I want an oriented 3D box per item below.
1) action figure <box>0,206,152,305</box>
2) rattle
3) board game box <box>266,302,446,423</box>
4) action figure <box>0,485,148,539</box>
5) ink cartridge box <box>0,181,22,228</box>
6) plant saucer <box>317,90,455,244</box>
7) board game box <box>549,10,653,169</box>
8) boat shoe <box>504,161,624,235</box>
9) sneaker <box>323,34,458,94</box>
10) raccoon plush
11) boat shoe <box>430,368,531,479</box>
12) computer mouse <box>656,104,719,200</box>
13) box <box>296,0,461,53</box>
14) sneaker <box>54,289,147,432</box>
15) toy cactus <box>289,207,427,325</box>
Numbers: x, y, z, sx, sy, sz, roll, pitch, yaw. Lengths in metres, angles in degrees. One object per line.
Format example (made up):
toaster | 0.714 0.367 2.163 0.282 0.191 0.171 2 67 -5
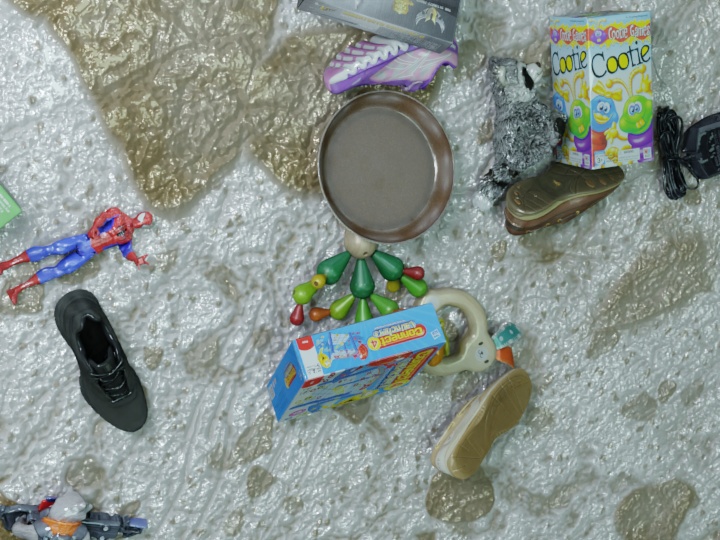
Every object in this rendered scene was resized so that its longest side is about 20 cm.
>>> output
action figure | -0.336 -0.019 1.624 0.199 0.099 0.066 -28 115 -16
rattle | 0.164 0.102 1.850 0.199 0.143 0.131 26 75 -21
board game box | -0.010 0.123 1.748 0.194 0.200 0.056 -14 73 -18
action figure | -0.368 0.368 1.717 0.198 0.105 0.196 3 113 -22
ink cartridge box | -0.515 -0.066 1.537 0.200 0.084 0.145 -40 116 -7
plant saucer | 0.031 -0.134 1.758 0.198 0.032 0.203 1 87 -24
board game box | 0.329 -0.249 1.828 0.102 0.105 0.203 -9 103 -20
boat shoe | 0.283 -0.105 1.885 0.198 0.072 0.068 -22 145 -25
sneaker | 0.049 -0.265 1.726 0.199 0.080 0.089 -27 117 -15
raccoon plush | 0.186 -0.191 1.803 0.134 0.097 0.201 37 89 -19
boat shoe | 0.169 0.213 1.919 0.200 0.069 0.074 -44 116 -30
computer mouse | 0.525 -0.194 1.969 0.198 0.053 0.140 -15 109 -7
box | 0.031 -0.375 1.658 0.198 0.048 0.160 15 77 -15
sneaker | -0.321 0.124 1.672 0.076 0.091 0.201 -31 116 -14
toy cactus | 0.000 0.000 1.782 0.197 0.102 0.167 -3 96 -13
